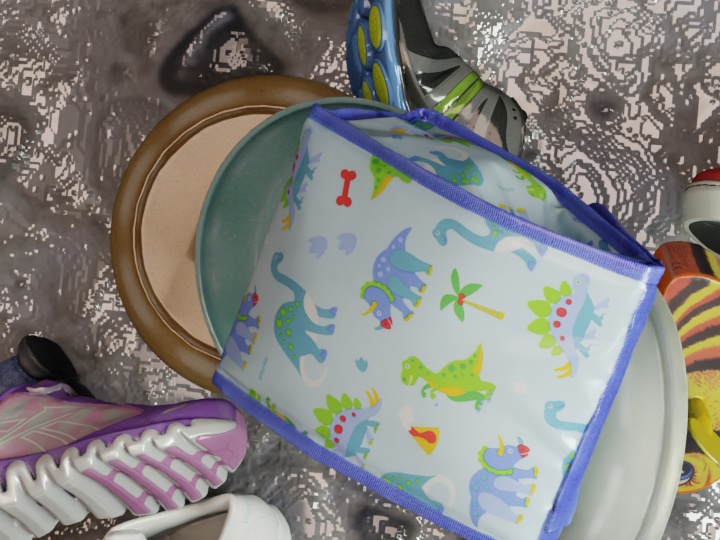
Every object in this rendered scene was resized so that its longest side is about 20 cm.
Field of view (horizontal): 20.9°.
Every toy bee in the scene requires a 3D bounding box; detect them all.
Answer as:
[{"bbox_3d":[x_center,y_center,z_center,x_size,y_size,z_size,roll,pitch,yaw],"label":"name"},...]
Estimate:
[{"bbox_3d":[0.177,0.077,1.096,0.109,0.200,0.131,14,52,-15],"label":"toy bee"}]

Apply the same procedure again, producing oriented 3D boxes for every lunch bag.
[{"bbox_3d":[0.047,0.028,0.991,0.200,0.127,0.170,33,113,35],"label":"lunch bag"}]

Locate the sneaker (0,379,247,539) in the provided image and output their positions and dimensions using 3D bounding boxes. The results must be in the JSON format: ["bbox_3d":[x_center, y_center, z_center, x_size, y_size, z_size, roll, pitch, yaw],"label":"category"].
[{"bbox_3d":[-0.163,0.097,1.103,0.200,0.080,0.088,-16,54,9],"label":"sneaker"}]

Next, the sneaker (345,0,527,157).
[{"bbox_3d":[0.051,-0.090,1.138,0.083,0.071,0.200,-23,87,-21],"label":"sneaker"}]

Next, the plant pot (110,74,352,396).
[{"bbox_3d":[-0.059,-0.021,1.174,0.200,0.027,0.200,-1,86,11],"label":"plant pot"}]

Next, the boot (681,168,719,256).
[{"bbox_3d":[0.256,-0.067,1.050,0.072,0.200,0.144,8,87,51],"label":"boot"}]

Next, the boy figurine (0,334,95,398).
[{"bbox_3d":[-0.249,0.131,1.182,0.200,0.064,0.124,-40,81,7],"label":"boy figurine"}]

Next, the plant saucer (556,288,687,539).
[{"bbox_3d":[0.102,0.089,1.054,0.050,0.200,0.200,11,89,-22],"label":"plant saucer"}]

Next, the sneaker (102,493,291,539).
[{"bbox_3d":[-0.142,0.183,1.139,0.200,0.088,0.075,-32,62,4],"label":"sneaker"}]

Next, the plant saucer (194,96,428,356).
[{"bbox_3d":[0.000,0.000,1.107,0.200,0.036,0.200,5,101,26],"label":"plant saucer"}]
